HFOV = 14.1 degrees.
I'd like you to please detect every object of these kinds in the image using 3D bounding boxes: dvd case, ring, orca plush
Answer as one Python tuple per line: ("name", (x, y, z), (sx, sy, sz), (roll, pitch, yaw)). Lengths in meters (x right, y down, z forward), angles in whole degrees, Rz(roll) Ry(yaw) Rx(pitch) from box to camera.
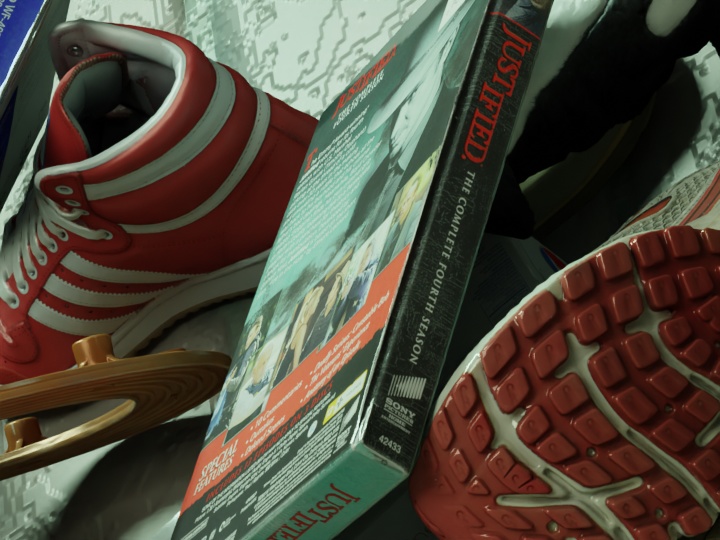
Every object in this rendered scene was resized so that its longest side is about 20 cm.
("dvd case", (0.000, 0.000, 0.840), (0.146, 0.022, 0.201), (-45, 23, 52))
("ring", (-0.139, 0.055, 0.959), (0.200, 0.200, 0.019), (-23, 79, 33))
("orca plush", (0.102, -0.078, 0.890), (0.200, 0.071, 0.105), (-54, 5, -29))

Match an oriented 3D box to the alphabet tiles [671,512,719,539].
("alphabet tiles", (0.104, 0.081, 0.700), (0.199, 0.166, 0.006), (-6, 103, 22))

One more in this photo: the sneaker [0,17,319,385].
("sneaker", (-0.104, -0.020, 1.028), (0.200, 0.112, 0.071), (-27, 48, 30))

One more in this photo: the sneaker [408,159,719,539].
("sneaker", (0.090, 0.020, 0.800), (0.200, 0.078, 0.082), (-32, 2, -31))

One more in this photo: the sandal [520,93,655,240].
("sandal", (0.016, -0.011, 0.949), (0.200, 0.054, 0.080), (-51, 41, 6))

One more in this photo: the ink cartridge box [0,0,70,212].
("ink cartridge box", (-0.141, -0.059, 1.057), (0.200, 0.039, 0.100), (123, 171, -69))

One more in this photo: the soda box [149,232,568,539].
("soda box", (0.002, 0.081, 0.892), (0.200, 0.068, 0.064), (-43, 42, 14))
